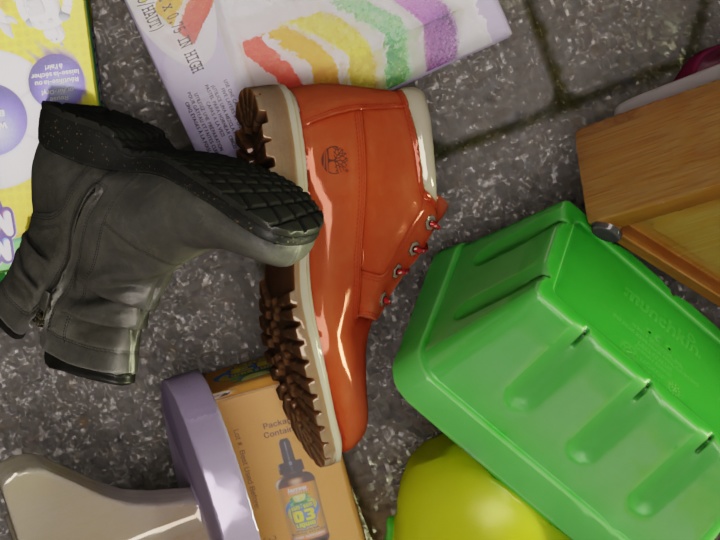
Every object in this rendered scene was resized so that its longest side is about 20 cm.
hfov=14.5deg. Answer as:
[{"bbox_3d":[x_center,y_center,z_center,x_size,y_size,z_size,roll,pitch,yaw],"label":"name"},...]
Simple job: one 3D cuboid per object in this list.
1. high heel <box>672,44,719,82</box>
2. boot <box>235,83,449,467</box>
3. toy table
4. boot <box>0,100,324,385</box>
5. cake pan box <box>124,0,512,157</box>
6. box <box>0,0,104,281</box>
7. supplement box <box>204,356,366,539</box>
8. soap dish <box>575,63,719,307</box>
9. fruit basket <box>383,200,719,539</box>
[{"bbox_3d":[0.265,-0.102,1.530,0.199,0.096,0.068,4,78,-21],"label":"high heel"},{"bbox_3d":[0.000,0.000,1.467,0.107,0.075,0.201,-7,97,-19],"label":"boot"},{"bbox_3d":[-0.116,0.159,1.497,0.117,0.184,0.200,-18,108,-11],"label":"toy table"},{"bbox_3d":[-0.104,0.000,1.426,0.068,0.200,0.131,2,106,-47],"label":"boot"},{"bbox_3d":[-0.040,-0.178,1.486,0.184,0.052,0.200,-23,103,0],"label":"cake pan box"},{"bbox_3d":[-0.193,-0.073,1.502,0.117,0.048,0.201,-7,104,-1],"label":"box"},{"bbox_3d":[-0.030,0.146,1.547,0.066,0.069,0.201,-15,104,-1],"label":"supplement box"},{"bbox_3d":[0.221,-0.039,1.442,0.157,0.200,0.081,31,66,-23],"label":"soap dish"},{"bbox_3d":[0.094,0.095,1.507,0.215,0.156,0.216,8,125,11],"label":"fruit basket"}]
